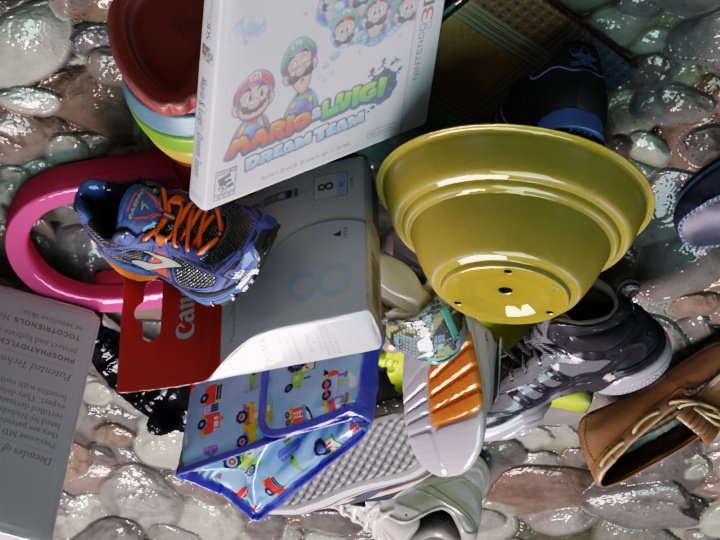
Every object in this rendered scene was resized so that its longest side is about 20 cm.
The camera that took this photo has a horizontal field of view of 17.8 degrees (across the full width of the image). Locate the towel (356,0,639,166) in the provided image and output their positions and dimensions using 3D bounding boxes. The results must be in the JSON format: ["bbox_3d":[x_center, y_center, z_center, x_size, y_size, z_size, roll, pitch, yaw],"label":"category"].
[{"bbox_3d":[0.082,-0.130,1.668,0.146,0.022,0.200,31,129,-31],"label":"towel"}]

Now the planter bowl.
[{"bbox_3d":[0.105,-0.018,1.618,0.199,0.084,0.201,7,153,3],"label":"planter bowl"}]

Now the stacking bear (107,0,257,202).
[{"bbox_3d":[-0.108,-0.119,1.622,0.121,0.114,0.200,-40,153,-16],"label":"stacking bear"}]

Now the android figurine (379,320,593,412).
[{"bbox_3d":[0.104,0.069,1.881,0.199,0.041,0.182,11,138,-13],"label":"android figurine"}]

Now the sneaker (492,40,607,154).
[{"bbox_3d":[0.124,-0.090,1.650,0.070,0.078,0.200,15,153,-18],"label":"sneaker"}]

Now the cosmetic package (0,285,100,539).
[{"bbox_3d":[-0.320,0.131,1.818,0.166,0.201,0.167,17,150,-14],"label":"cosmetic package"}]

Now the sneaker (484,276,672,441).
[{"bbox_3d":[0.136,0.059,1.787,0.199,0.076,0.114,-19,137,8],"label":"sneaker"}]

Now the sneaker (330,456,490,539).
[{"bbox_3d":[0.016,0.194,1.979,0.199,0.100,0.078,8,139,-7],"label":"sneaker"}]

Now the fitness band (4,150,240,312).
[{"bbox_3d":[-0.177,-0.029,1.779,0.199,0.038,0.144,-9,138,11],"label":"fitness band"}]

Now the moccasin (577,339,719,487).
[{"bbox_3d":[0.274,0.115,1.887,0.201,0.078,0.074,-26,137,11],"label":"moccasin"}]

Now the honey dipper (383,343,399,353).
[{"bbox_3d":[0.076,-0.001,1.778,0.038,0.038,0.200,24,125,-24],"label":"honey dipper"}]

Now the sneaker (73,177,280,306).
[{"bbox_3d":[-0.138,-0.027,1.647,0.199,0.076,0.078,5,154,45],"label":"sneaker"}]

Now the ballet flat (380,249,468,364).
[{"bbox_3d":[0.000,0.000,1.726,0.199,0.074,0.074,26,151,33],"label":"ballet flat"}]

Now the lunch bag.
[{"bbox_3d":[-0.041,0.084,1.804,0.094,0.151,0.200,32,136,-30],"label":"lunch bag"}]

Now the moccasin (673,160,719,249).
[{"bbox_3d":[0.323,-0.058,1.705,0.199,0.068,0.080,-24,133,27],"label":"moccasin"}]

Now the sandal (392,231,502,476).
[{"bbox_3d":[0.074,0.052,1.752,0.079,0.208,0.059,-7,177,43],"label":"sandal"}]

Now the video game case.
[{"bbox_3d":[-0.025,-0.146,1.541,0.199,0.024,0.183,-23,139,-32],"label":"video game case"}]

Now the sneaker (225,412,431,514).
[{"bbox_3d":[-0.021,0.163,1.925,0.199,0.079,0.079,-8,170,19],"label":"sneaker"}]

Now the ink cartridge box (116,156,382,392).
[{"bbox_3d":[-0.085,0.002,1.673,0.199,0.161,0.047,-10,136,8],"label":"ink cartridge box"}]

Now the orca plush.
[{"bbox_3d":[-0.162,0.098,1.896,0.105,0.071,0.200,-21,134,24],"label":"orca plush"}]
